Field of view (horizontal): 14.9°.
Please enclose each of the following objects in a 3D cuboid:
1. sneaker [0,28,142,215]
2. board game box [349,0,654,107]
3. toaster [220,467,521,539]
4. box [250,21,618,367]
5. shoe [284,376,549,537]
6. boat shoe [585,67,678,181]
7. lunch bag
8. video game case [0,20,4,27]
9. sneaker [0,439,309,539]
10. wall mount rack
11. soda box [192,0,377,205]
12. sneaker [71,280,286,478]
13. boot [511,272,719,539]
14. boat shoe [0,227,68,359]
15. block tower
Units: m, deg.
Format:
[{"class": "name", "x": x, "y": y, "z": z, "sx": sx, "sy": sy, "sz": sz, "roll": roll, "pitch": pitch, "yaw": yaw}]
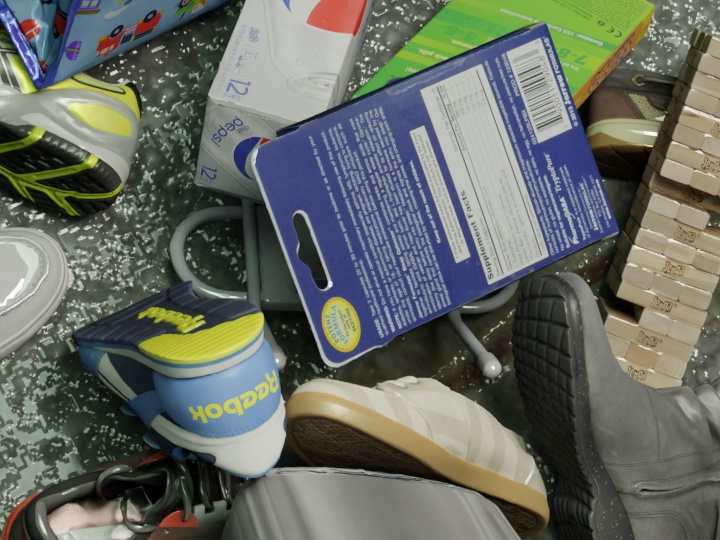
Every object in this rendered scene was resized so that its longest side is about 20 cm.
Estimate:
[{"class": "sneaker", "x": -0.213, "y": -0.104, "z": 1.509, "sx": 0.199, "sy": 0.075, "sz": 0.077, "roll": 29, "pitch": 53, "yaw": -7}, {"class": "board game box", "x": 0.077, "y": -0.112, "z": 1.544, "sx": 0.095, "sy": 0.030, "sz": 0.200, "roll": 30, "pitch": 47, "yaw": 17}, {"class": "toaster", "x": 0.004, "y": 0.171, "z": 1.374, "sx": 0.199, "sy": 0.129, "sz": 0.114, "roll": 7, "pitch": 114, "yaw": -18}, {"class": "box", "x": 0.034, "y": -0.039, "z": 1.427, "sx": 0.199, "sy": 0.032, "sz": 0.122, "roll": -24, "pitch": 99, "yaw": -32}, {"class": "shoe", "x": 0.029, "y": 0.089, "z": 1.448, "sx": 0.200, "sy": 0.070, "sz": 0.054, "roll": 29, "pitch": 57, "yaw": -46}, {"class": "boat shoe", "x": 0.227, "y": -0.085, "z": 1.584, "sx": 0.198, "sy": 0.073, "sz": 0.065, "roll": 4, "pitch": 75, "yaw": -10}, {"class": "lunch bag", "x": -0.104, "y": -0.205, "z": 1.450, "sx": 0.150, "sy": 0.200, "sz": 0.094, "roll": -30, "pitch": 79, "yaw": -39}, {"class": "video game case", "x": -0.161, "y": -0.240, "z": 1.588, "sx": 0.142, "sy": 0.017, "sz": 0.201, "roll": -7, "pitch": 72, "yaw": -14}, {"class": "sneaker", "x": -0.087, "y": 0.123, "z": 1.441, "sx": 0.199, "sy": 0.082, "sz": 0.078, "roll": -17, "pitch": 75, "yaw": -17}, {"class": "wall mount rack", "x": 0.000, "y": 0.000, "z": 1.493, "sx": 0.198, "sy": 0.075, "sz": 0.175, "roll": 2, "pitch": 54, "yaw": -11}, {"class": "soda box", "x": -0.033, "y": -0.126, "z": 1.506, "sx": 0.063, "sy": 0.069, "sz": 0.201, "roll": 16, "pitch": 45, "yaw": 3}, {"class": "sneaker", "x": -0.093, "y": 0.057, "z": 1.417, "sx": 0.074, "sy": 0.200, "sz": 0.083, "roll": -26, "pitch": 105, "yaw": -14}, {"class": "boot", "x": 0.160, "y": 0.073, "z": 1.486, "sx": 0.131, "sy": 0.070, "sz": 0.201, "roll": -22, "pitch": 118, "yaw": -17}, {"class": "boat shoe", "x": -0.246, "y": 0.021, "z": 1.451, "sx": 0.199, "sy": 0.069, "sz": 0.072, "roll": -15, "pitch": 75, "yaw": -16}, {"class": "block tower", "x": 0.181, "y": -0.038, "z": 1.523, "sx": 0.057, "sy": 0.054, "sz": 0.201, "roll": 20, "pitch": 99, "yaw": -5}]
